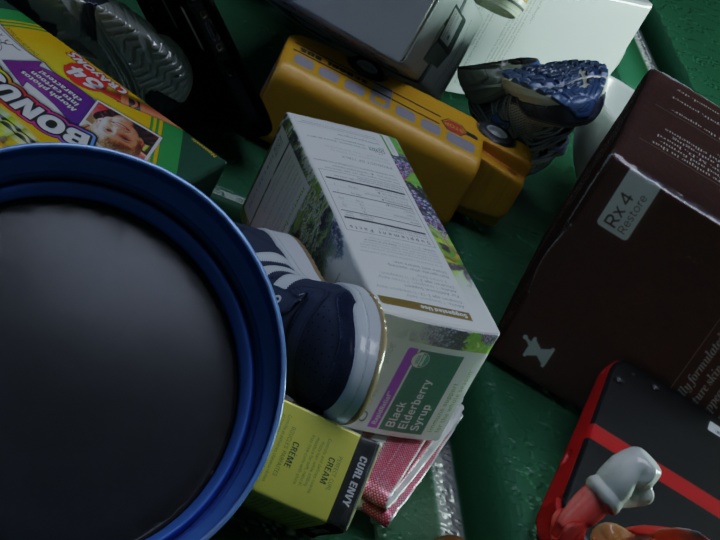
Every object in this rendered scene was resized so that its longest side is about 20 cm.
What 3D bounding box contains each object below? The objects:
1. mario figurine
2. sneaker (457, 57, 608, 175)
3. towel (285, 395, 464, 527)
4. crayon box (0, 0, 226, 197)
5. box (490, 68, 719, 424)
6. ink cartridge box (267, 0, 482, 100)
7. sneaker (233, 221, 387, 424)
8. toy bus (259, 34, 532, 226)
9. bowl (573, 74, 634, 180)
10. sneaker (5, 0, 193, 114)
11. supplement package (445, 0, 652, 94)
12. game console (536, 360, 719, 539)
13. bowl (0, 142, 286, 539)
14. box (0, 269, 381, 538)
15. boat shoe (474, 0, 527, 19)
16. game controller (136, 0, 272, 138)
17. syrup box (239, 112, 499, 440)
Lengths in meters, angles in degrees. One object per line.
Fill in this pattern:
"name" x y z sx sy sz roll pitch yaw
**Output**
"mario figurine" 0.118 0.163 0.846 0.199 0.124 0.106 -2 29 -39
"sneaker" 0.135 -0.114 1.285 0.076 0.086 0.200 -10 11 -12
"towel" -0.044 0.056 0.959 0.199 0.030 0.146 31 28 7
"crayon box" -0.203 -0.076 0.981 0.199 0.058 0.172 36 29 9
"box" 0.210 -0.004 1.146 0.164 0.166 0.200 32 29 2
"ink cartridge box" 0.003 -0.206 1.274 0.145 0.084 0.200 30 3 10
"sneaker" -0.065 0.017 0.872 0.108 0.071 0.200 17 11 -25
"toy bus" 0.023 -0.093 1.218 0.199 0.065 0.078 26 28 -8
"bowl" 0.242 -0.060 1.331 0.199 0.075 0.200 37 17 -4
"sneaker" -0.198 -0.182 1.134 0.198 0.080 0.130 17 37 -7
"supplement package" 0.126 -0.226 1.471 0.199 0.122 0.120 5 37 -40
"game console" 0.208 0.155 1.004 0.199 0.031 0.177 32 37 2
"bowl" -0.133 0.044 0.763 0.199 0.039 0.202 5 74 -16
"box" -0.094 0.068 0.830 0.199 0.050 0.075 25 -15 -8
"boat shoe" 0.049 -0.266 1.322 0.199 0.063 0.075 28 3 4
"game controller" -0.115 -0.175 1.117 0.042 0.201 0.104 -40 39 -17
"syrup box" 0.000 0.000 0.975 0.081 0.079 0.200 11 32 -28
